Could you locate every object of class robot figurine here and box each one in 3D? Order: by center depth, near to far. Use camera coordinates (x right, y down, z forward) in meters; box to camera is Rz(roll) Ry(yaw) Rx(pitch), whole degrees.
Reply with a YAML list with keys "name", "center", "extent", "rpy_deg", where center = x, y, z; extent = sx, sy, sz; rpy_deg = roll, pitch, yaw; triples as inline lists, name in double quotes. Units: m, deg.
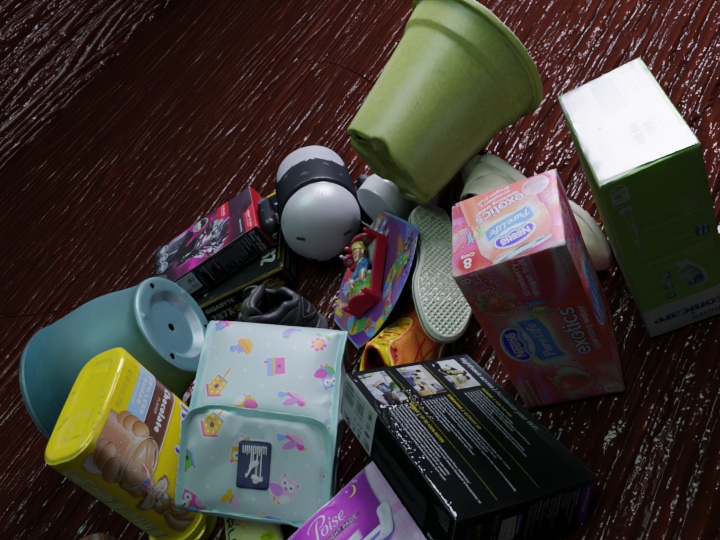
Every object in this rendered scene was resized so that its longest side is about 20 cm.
- name: "robot figurine"
  center: [-0.065, -0.102, 1.024]
  extent: [0.150, 0.124, 0.202]
  rpy_deg: [-44, 33, 20]

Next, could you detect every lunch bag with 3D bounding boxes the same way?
- name: "lunch bag"
  center: [-0.099, 0.166, 0.734]
  extent: [0.165, 0.124, 0.204]
  rpy_deg: [5, 52, 4]

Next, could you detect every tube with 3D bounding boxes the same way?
- name: "tube"
  center: [-0.122, 0.258, 0.750]
  extent: [0.059, 0.051, 0.202]
  rpy_deg: [-60, 32, 28]

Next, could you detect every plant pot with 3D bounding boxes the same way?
- name: "plant pot"
  center: [0.086, -0.192, 0.826]
  extent: [0.186, 0.200, 0.199]
  rpy_deg: [-50, 38, -5]
- name: "plant pot"
  center: [-0.300, 0.116, 0.897]
  extent: [0.186, 0.200, 0.203]
  rpy_deg: [-32, 36, 20]

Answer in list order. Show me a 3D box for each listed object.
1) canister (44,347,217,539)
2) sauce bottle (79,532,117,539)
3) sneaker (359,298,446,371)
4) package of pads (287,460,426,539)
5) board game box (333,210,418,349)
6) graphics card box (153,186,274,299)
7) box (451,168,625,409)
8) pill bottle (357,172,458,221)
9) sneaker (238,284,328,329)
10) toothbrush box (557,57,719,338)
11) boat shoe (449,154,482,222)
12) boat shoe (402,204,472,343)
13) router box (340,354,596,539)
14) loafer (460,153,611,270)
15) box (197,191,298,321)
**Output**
- name: "canister"
  center: [-0.243, 0.204, 0.776]
  extent: [0.085, 0.201, 0.151]
  rpy_deg: [-18, 40, 23]
- name: "sauce bottle"
  center: [-0.278, 0.378, 0.735]
  extent: [0.066, 0.067, 0.200]
  rpy_deg: [-38, 35, -3]
- name: "sneaker"
  center: [0.044, 0.091, 0.759]
  extent: [0.071, 0.078, 0.202]
  rpy_deg: [-9, 35, 33]
- name: "package of pads"
  center: [-0.008, 0.271, 0.616]
  extent: [0.199, 0.076, 0.120]
  rpy_deg: [-41, 38, -5]
- name: "board game box"
  center: [0.000, 0.000, 0.851]
  extent: [0.161, 0.038, 0.200]
  rpy_deg: [-64, 20, 5]
- name: "graphics card box"
  center: [-0.231, -0.034, 1.068]
  extent: [0.197, 0.051, 0.127]
  rpy_deg: [-33, 37, 9]
- name: "box"
  center: [0.164, 0.025, 0.629]
  extent: [0.100, 0.202, 0.096]
  rpy_deg: [-15, 40, 24]
- name: "pill bottle"
  center: [0.086, -0.154, 0.958]
  extent: [0.111, 0.114, 0.201]
  rpy_deg: [20, 64, 48]
- name: "sneaker"
  center: [-0.150, 0.087, 0.900]
  extent: [0.196, 0.115, 0.077]
  rpy_deg: [-30, 35, 13]
- name: "toothbrush box"
  center: [0.266, -0.064, 0.640]
  extent: [0.084, 0.202, 0.148]
  rpy_deg: [-21, 38, 17]
- name: "boat shoe"
  center: [0.147, -0.052, 0.844]
  extent: [0.061, 0.070, 0.206]
  rpy_deg: [115, 161, -49]
- name: "boat shoe"
  center: [0.087, 0.009, 0.795]
  extent: [0.072, 0.063, 0.203]
  rpy_deg: [3, 44, -9]
- name: "router box"
  center: [0.087, 0.155, 0.615]
  extent: [0.145, 0.053, 0.200]
  rpy_deg: [-4, 27, -26]
- name: "loafer"
  center: [0.190, -0.053, 0.769]
  extent: [0.068, 0.076, 0.199]
  rpy_deg: [-42, 55, -10]
- name: "box"
  center: [-0.174, -0.027, 1.095]
  extent: [0.156, 0.050, 0.203]
  rpy_deg: [-23, 39, 16]
